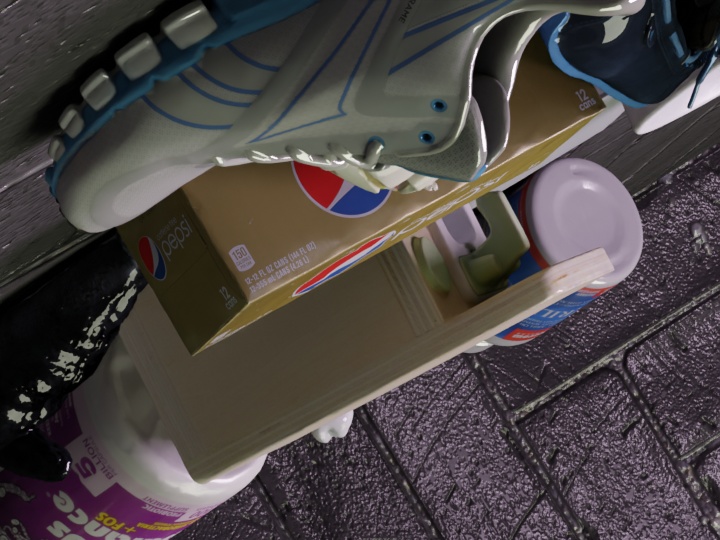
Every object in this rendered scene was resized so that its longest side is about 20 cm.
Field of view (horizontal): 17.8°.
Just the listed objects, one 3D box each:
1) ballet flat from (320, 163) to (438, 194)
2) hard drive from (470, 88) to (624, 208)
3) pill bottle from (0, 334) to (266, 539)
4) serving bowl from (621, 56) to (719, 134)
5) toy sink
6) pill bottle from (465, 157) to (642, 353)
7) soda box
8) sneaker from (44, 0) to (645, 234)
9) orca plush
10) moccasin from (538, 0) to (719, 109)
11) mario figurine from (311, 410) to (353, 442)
[{"bbox_3d":[0.006,-0.059,0.809,0.075,0.064,0.200,-34,174,12],"label":"ballet flat"},{"bbox_3d":[0.125,-0.095,1.435,0.131,0.026,0.200,-31,176,-13],"label":"hard drive"},{"bbox_3d":[-0.145,0.105,1.214,0.200,0.113,0.112,-37,173,41],"label":"pill bottle"},{"bbox_3d":[0.207,-0.149,1.165,0.199,0.066,0.200,-33,175,-3],"label":"serving bowl"},{"bbox_3d":[0.000,0.000,1.086,0.199,0.113,0.130,-28,177,18],"label":"toy sink"},{"bbox_3d":[0.134,-0.004,1.891,0.112,0.113,0.200,-28,174,-36],"label":"pill bottle"},{"bbox_3d":[0.003,-0.043,0.941,0.199,0.064,0.068,-30,175,-31],"label":"soda box"},{"bbox_3d":[-0.005,-0.053,0.666,0.199,0.087,0.075,-33,177,24],"label":"sneaker"},{"bbox_3d":[-0.133,0.053,0.992,0.199,0.071,0.105,-34,175,17],"label":"orca plush"},{"bbox_3d":[0.129,-0.108,0.971,0.068,0.081,0.200,-21,180,20],"label":"moccasin"},{"bbox_3d":[-0.068,0.088,1.590,0.199,0.106,0.123,-33,177,-8],"label":"mario figurine"}]
